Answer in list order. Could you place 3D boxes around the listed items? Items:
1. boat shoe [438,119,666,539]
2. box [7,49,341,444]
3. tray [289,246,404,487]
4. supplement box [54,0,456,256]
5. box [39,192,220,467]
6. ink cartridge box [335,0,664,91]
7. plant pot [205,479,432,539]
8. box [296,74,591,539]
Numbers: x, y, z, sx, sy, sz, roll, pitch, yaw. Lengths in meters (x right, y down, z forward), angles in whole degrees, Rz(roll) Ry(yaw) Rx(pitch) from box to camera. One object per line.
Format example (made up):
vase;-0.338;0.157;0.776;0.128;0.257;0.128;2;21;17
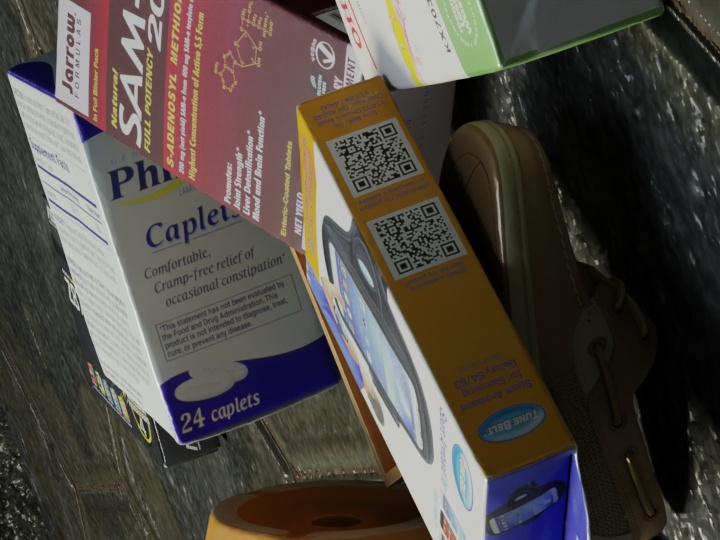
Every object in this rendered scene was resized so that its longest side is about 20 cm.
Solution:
boat shoe;0.076;0.026;1.064;0.071;0.064;0.201;-126;20;-54
box;-0.107;-0.028;1.577;0.184;0.105;0.201;-151;42;-69
tray;0.000;0.000;1.364;0.099;0.037;0.201;129;121;-74
supplement box;-0.049;-0.090;1.212;0.200;0.061;0.109;31;128;38
box;-0.164;0.034;1.979;0.200;0.049;0.162;-143;39;-65
ink cartridge box;0.029;-0.130;1.021;0.200;0.067;0.118;180;70;-75
plant pot;-0.011;0.209;1.417;0.200;0.199;0.184;-155;62;-70
box;0.030;0.040;1.040;0.119;0.041;0.201;88;161;-56
